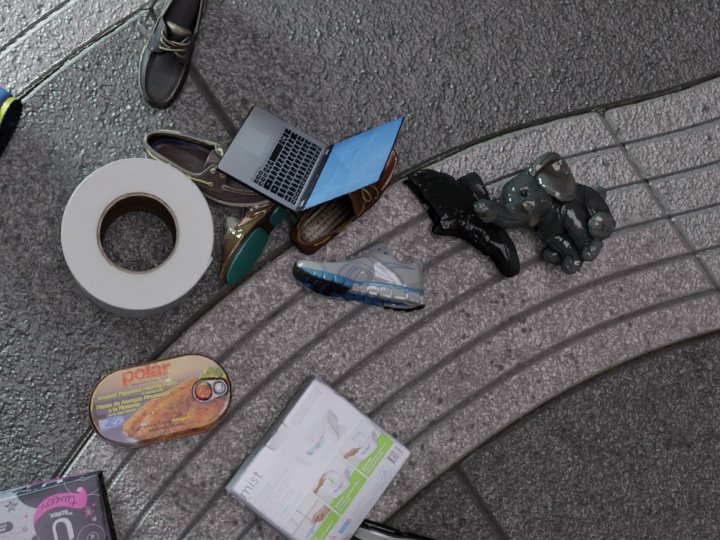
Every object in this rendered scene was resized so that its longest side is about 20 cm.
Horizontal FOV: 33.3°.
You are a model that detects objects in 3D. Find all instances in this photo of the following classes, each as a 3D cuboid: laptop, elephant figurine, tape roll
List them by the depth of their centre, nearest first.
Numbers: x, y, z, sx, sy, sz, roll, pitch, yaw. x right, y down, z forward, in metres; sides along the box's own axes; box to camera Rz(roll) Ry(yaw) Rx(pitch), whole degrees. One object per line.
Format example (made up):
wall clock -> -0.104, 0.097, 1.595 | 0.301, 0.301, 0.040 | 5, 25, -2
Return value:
tape roll -> -0.302, -0.041, 1.638 | 0.201, 0.139, 0.205 | 1, 84, -11
laptop -> -0.066, -0.176, 1.662 | 0.199, 0.116, 0.188 | 29, 36, -6
elephant figurine -> 0.264, -0.100, 1.749 | 0.199, 0.155, 0.142 | 34, 99, -14

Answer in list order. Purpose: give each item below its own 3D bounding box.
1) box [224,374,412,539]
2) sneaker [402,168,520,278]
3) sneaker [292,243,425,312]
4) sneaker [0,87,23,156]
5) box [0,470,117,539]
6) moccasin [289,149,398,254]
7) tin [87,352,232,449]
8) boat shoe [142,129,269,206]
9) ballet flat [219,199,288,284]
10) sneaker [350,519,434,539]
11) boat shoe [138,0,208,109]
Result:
box -> -0.060, 0.277, 1.671 | 0.176, 0.097, 0.201 | 37, 79, -4
sneaker -> 0.149, -0.067, 1.769 | 0.104, 0.060, 0.201 | -23, 83, -13
sneaker -> 0.000, 0.000, 1.734 | 0.198, 0.075, 0.087 | 12, 72, -15
sneaker -> -0.540, -0.163, 1.649 | 0.078, 0.066, 0.201 | 23, 80, 4
box -> -0.427, 0.350, 1.584 | 0.198, 0.115, 0.133 | -13, 87, -12
moccasin -> -0.022, -0.107, 1.729 | 0.201, 0.078, 0.074 | -39, 92, -12
tin -> -0.277, 0.179, 1.671 | 0.198, 0.042, 0.113 | -11, 90, -12
boat shoe -> -0.210, -0.145, 1.680 | 0.199, 0.060, 0.072 | 19, 70, 9
ballet flat -> -0.152, -0.072, 1.717 | 0.065, 0.071, 0.201 | 31, 75, 21
sneaker -> 0.068, 0.435, 1.700 | 0.199, 0.076, 0.116 | 18, 90, 0
boat shoe -> -0.268, -0.330, 1.708 | 0.074, 0.073, 0.202 | 14, 81, -9
